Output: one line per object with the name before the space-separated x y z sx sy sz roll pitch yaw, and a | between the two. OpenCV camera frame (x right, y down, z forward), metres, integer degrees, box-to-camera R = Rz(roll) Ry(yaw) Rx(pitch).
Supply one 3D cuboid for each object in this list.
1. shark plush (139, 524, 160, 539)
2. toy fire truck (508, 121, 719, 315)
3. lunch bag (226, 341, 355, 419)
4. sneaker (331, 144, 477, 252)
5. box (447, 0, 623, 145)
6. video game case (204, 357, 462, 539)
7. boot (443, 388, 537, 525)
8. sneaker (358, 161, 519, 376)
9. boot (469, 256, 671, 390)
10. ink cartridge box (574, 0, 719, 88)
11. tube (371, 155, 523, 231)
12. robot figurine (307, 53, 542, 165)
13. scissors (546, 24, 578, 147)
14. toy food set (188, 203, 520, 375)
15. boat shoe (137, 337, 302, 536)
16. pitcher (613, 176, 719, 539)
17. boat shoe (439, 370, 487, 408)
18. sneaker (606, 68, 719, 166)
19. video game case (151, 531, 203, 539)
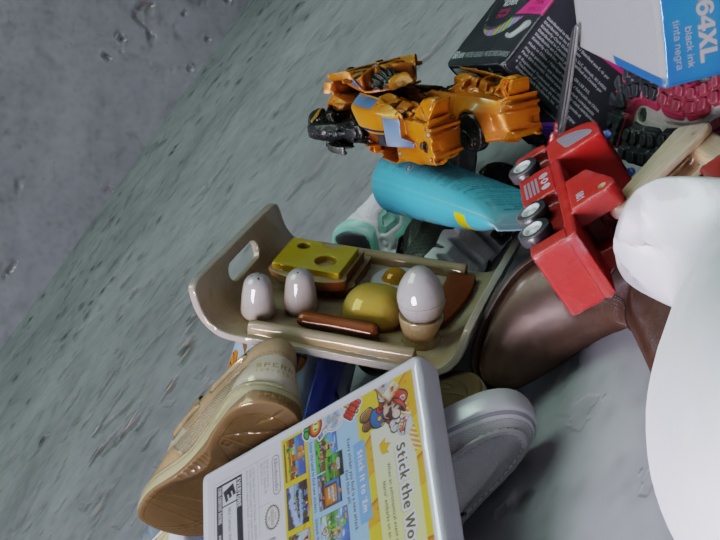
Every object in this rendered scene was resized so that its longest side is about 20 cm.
shark plush | -0.182 0.247 1.055 0.199 0.083 0.091 -34 25 41
toy fire truck | 0.159 -0.044 0.709 0.140 0.049 0.201 -31 21 17
lunch bag | -0.060 0.104 0.960 0.160 0.075 0.203 -172 94 -72
sneaker | 0.051 -0.063 1.123 0.140 0.078 0.201 -41 -11 -49
box | 0.183 -0.209 1.015 0.201 0.106 0.122 -52 19 -5
video game case | -0.019 0.173 0.717 0.181 0.023 0.202 -32 45 28
boot | 0.038 0.165 0.748 0.200 0.073 0.096 -45 35 19
sneaker | 0.054 0.003 0.994 0.201 0.066 0.090 -54 16 -18
boot | 0.150 0.040 0.713 0.187 0.064 0.200 -48 22 12
ink cartridge box | 0.236 -0.179 0.725 0.197 0.085 0.146 -13 20 -5
tube | 0.076 -0.051 0.901 0.076 0.051 0.199 -11 16 -25
robot figurine | 0.043 -0.126 0.968 0.143 0.059 0.199 -18 23 -25
scissors | 0.136 -0.082 0.854 0.200 0.014 0.074 90 -176 -67
toy food set | 0.000 0.000 0.872 0.144 0.197 0.061 -53 -32 -56
boat shoe | -0.094 0.121 0.871 0.200 0.071 0.065 -46 29 40
pitcher | 0.200 0.042 0.522 0.169 0.122 0.201 -9 39 10
boat shoe | 0.017 0.135 0.835 0.199 0.065 0.072 -36 19 28
sneaker | 0.230 -0.088 0.745 0.200 0.074 0.082 -143 54 -60
video game case | -0.186 0.288 0.924 0.200 0.023 0.183 -47 18 22
